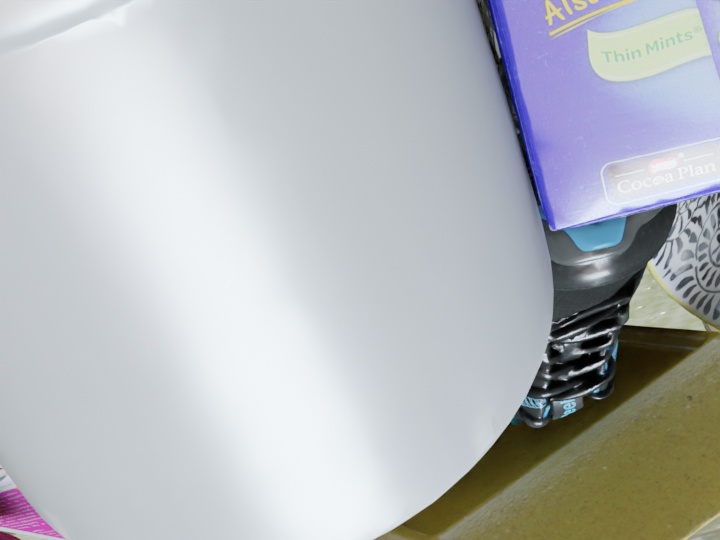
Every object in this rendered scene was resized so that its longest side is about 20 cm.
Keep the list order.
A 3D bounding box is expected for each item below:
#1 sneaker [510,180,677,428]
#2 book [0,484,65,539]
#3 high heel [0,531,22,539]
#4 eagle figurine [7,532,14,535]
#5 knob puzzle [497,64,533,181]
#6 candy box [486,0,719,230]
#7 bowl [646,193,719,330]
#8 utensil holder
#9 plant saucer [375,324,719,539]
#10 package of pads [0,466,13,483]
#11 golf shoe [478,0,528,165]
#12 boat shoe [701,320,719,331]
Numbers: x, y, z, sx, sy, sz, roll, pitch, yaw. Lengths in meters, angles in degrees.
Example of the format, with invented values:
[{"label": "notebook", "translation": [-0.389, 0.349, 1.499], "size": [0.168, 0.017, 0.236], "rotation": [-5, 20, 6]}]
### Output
[{"label": "sneaker", "translation": [0.073, 0.009, 0.847], "size": [0.073, 0.083, 0.200], "rotation": [-13, 176, -5]}, {"label": "book", "translation": [-0.111, 0.076, 0.988], "size": [0.133, 0.048, 0.199], "rotation": [-21, 157, 29]}, {"label": "high heel", "translation": [-0.219, 0.129, 0.977], "size": [0.198, 0.068, 0.096], "rotation": [2, 159, 23]}, {"label": "eagle figurine", "translation": [-0.217, 0.148, 1.110], "size": [0.152, 0.151, 0.200], "rotation": [-45, 138, -11]}, {"label": "knob puzzle", "translation": [0.045, -0.037, 0.934], "size": [0.218, 0.031, 0.220], "rotation": [-12, 157, -5]}, {"label": "candy box", "translation": [0.101, -0.126, 0.573], "size": [0.168, 0.077, 0.201], "rotation": [-13, 127, 5]}, {"label": "bowl", "translation": [0.201, -0.049, 0.878], "size": [0.199, 0.095, 0.201], "rotation": [5, 151, 3]}, {"label": "utensil holder", "translation": [-0.050, -0.046, 0.581], "size": [0.169, 0.171, 0.201], "rotation": [-16, 133, 8]}, {"label": "plant saucer", "translation": [0.072, 0.079, 0.962], "size": [0.199, 0.049, 0.200], "rotation": [-33, -171, -14]}, {"label": "package of pads", "translation": [-0.139, 0.007, 0.817], "size": [0.198, 0.121, 0.076], "rotation": [1, 150, -31]}, {"label": "golf shoe", "translation": [0.072, -0.087, 0.762], "size": [0.077, 0.095, 0.200], "rotation": [-17, 173, 3]}, {"label": "boat shoe", "translation": [0.238, -0.012, 1.048], "size": [0.198, 0.073, 0.068], "rotation": [-15, 160, 12]}]
